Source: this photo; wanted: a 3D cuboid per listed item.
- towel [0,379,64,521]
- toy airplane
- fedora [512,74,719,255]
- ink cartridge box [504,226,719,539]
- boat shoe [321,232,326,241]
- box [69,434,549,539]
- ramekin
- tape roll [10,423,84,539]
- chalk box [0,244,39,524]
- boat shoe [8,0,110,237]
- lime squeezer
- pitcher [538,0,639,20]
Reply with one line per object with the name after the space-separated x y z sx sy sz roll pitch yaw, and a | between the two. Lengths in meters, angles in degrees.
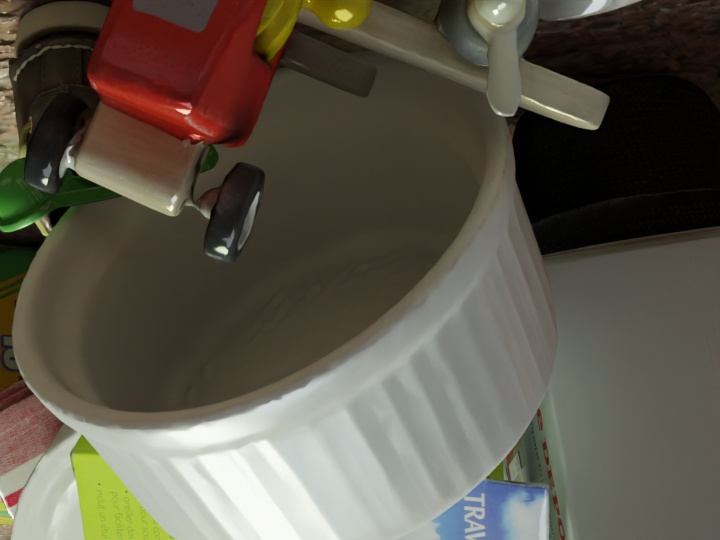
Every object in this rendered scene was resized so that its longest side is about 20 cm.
-0.106 0.110 0.994 0.143 0.023 0.201 -28 130 -12 | towel
-0.037 -0.103 0.652 0.199 0.199 0.142 1 118 -39 | toy airplane
0.131 -0.035 0.918 0.199 0.092 0.201 -9 165 -2 | fedora
0.139 0.077 0.870 0.144 0.146 0.200 -8 164 -6 | ink cartridge box
0.000 0.000 0.898 0.063 0.073 0.201 -39 131 -20 | boat shoe
-0.016 0.122 0.819 0.198 0.048 0.123 3 117 13 | box
-0.022 0.017 0.738 0.199 0.201 0.098 -14 127 19 | ramekin
-0.057 0.131 0.902 0.201 0.204 0.071 -14 -159 19 | tape roll
-0.133 0.070 1.074 0.199 0.125 0.124 6 156 -28 | chalk box
-0.112 -0.031 0.856 0.071 0.060 0.201 -3 146 0 | boat shoe
-0.145 -0.048 0.771 0.199 0.071 0.038 18 -152 16 | lime squeezer
0.128 -0.156 0.601 0.170 0.122 0.200 -16 172 -12 | pitcher
